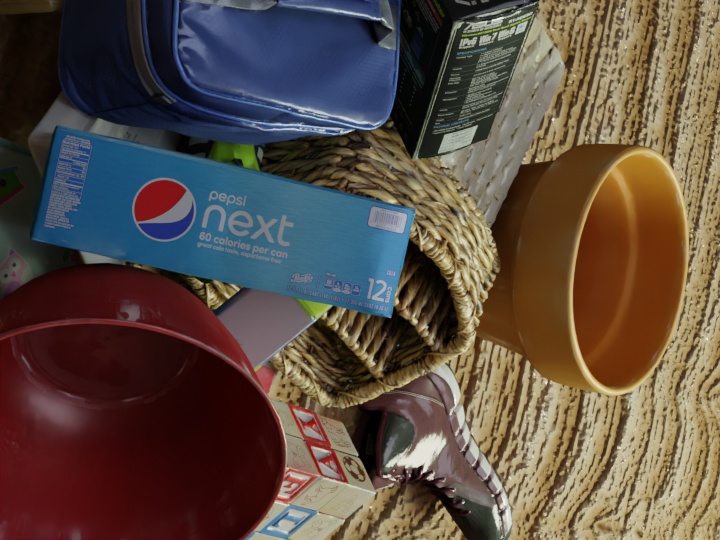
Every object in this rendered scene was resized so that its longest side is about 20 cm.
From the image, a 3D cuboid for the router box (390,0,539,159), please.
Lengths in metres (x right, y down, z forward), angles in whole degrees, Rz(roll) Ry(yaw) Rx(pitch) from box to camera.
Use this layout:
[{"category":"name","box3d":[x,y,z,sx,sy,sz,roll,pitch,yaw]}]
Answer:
[{"category":"router box","box3d":[0.035,-0.198,0.935,0.062,0.150,0.200,-17,65,-17]}]

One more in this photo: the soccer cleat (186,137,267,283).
[{"category":"soccer cleat","box3d":[-0.099,-0.076,0.967,0.067,0.081,0.200,32,32,-29]}]

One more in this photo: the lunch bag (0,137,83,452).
[{"category":"lunch bag","box3d":[-0.234,0.021,0.849,0.160,0.077,0.200,16,83,-51]}]

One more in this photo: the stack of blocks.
[{"category":"stack of blocks","box3d":[-0.103,0.167,0.900,0.200,0.059,0.115,-42,142,19]}]

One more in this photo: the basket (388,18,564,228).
[{"category":"basket","box3d":[0.058,-0.131,1.122,0.136,0.123,0.200,46,61,-41]}]

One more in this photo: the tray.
[{"category":"tray","box3d":[-0.151,-0.079,0.894,0.200,0.022,0.107,-80,152,-60]}]

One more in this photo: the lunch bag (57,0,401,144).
[{"category":"lunch bag","box3d":[-0.062,-0.148,0.841,0.200,0.132,0.136,3,89,-43]}]

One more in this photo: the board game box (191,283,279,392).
[{"category":"board game box","box3d":[-0.080,0.022,1.060,0.096,0.030,0.200,46,59,-40]}]

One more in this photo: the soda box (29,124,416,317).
[{"category":"soda box","box3d":[-0.077,-0.027,0.785,0.200,0.068,0.064,13,90,-13]}]

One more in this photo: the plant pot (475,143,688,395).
[{"category":"plant pot","box3d":[0.146,-0.009,1.183,0.200,0.183,0.200,-13,107,-50]}]

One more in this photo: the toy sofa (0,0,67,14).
[{"category":"toy sofa","box3d":[-0.203,-0.259,0.846,0.098,0.083,0.200,-38,120,-36]}]

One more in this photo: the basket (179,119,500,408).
[{"category":"basket","box3d":[0.000,0.000,1.019,0.200,0.143,0.149,49,57,-38]}]

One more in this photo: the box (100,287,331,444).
[{"category":"box","box3d":[-0.087,0.049,0.910,0.048,0.200,0.122,51,14,-2]}]

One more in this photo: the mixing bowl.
[{"category":"mixing bowl","box3d":[-0.143,0.070,0.784,0.200,0.200,0.108,55,16,-36]}]

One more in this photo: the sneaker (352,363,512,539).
[{"category":"sneaker","box3d":[0.047,0.174,1.193,0.115,0.076,0.200,-36,110,-34]}]
